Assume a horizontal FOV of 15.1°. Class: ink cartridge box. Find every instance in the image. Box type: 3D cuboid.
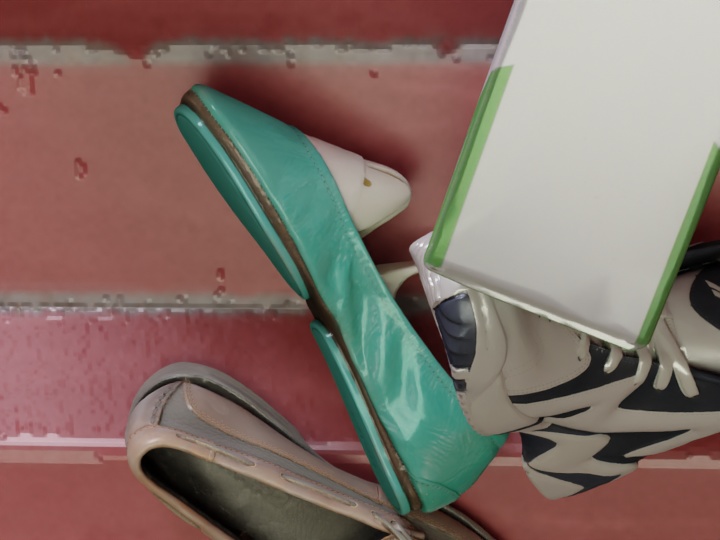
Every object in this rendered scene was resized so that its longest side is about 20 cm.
[{"bbox_3d":[0.094,-0.081,0.959,0.083,0.200,0.146,20,111,2],"label":"ink cartridge box"}]

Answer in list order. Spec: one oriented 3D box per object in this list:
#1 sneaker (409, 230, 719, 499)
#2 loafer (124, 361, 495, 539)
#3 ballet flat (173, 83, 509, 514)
[{"bbox_3d":[0.102,0.018,1.015,0.129,0.080,0.199,-23,148,9],"label":"sneaker"},{"bbox_3d":[-0.014,0.115,1.115,0.199,0.063,0.072,33,111,-6],"label":"loafer"},{"bbox_3d":[0.000,0.000,1.080,0.070,0.067,0.201,-31,105,-9],"label":"ballet flat"}]
